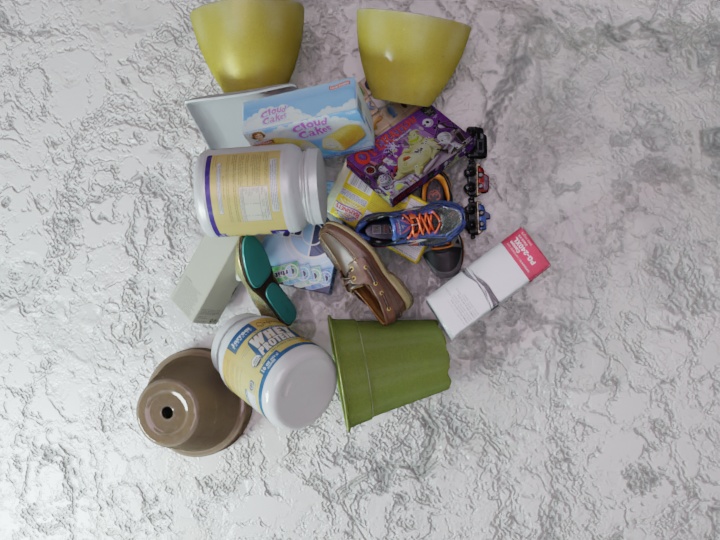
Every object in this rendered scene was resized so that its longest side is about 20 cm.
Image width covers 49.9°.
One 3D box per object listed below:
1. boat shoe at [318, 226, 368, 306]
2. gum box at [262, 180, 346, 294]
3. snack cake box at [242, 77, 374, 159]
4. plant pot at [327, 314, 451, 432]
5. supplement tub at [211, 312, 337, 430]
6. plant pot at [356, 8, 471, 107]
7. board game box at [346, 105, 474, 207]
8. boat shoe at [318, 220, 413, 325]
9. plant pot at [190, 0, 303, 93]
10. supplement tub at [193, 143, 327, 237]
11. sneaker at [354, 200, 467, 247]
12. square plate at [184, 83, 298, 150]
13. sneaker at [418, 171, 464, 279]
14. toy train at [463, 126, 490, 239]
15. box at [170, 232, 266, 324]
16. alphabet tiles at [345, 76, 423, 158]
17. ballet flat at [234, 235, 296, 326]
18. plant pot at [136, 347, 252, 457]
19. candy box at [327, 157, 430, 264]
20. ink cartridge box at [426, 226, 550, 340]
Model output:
[{"bbox_3d":[0.000,0.000,1.358,0.070,0.070,0.200,-46,102,-7],"label":"boat shoe"},{"bbox_3d":[-0.115,-0.071,1.415,0.168,0.045,0.202,11,89,8],"label":"gum box"},{"bbox_3d":[-0.085,-0.243,1.296,0.198,0.115,0.068,-10,63,13],"label":"snack cake box"},{"bbox_3d":[0.051,0.161,1.324,0.188,0.200,0.202,-9,86,-5],"label":"plant pot"},{"bbox_3d":[-0.149,0.163,1.300,0.199,0.144,0.146,25,91,44],"label":"supplement tub"},{"bbox_3d":[0.082,-0.362,1.337,0.198,0.200,0.143,10,103,8],"label":"plant pot"},{"bbox_3d":[0.087,-0.203,1.337,0.199,0.032,0.120,-37,61,-22],"label":"board game box"},{"bbox_3d":[0.001,0.005,1.275,0.200,0.072,0.068,47,65,-5],"label":"boat shoe"},{"bbox_3d":[-0.191,-0.382,1.364,0.198,0.200,0.144,-5,96,8],"label":"plant pot"},{"bbox_3d":[-0.160,-0.132,1.270,0.198,0.145,0.147,-3,87,5],"label":"supplement tub"},{"bbox_3d":[0.079,-0.069,1.278,0.198,0.078,0.076,-11,93,18],"label":"sneaker"},{"bbox_3d":[-0.184,-0.254,1.369,0.196,0.200,0.029,-8,60,7],"label":"square plate"},{"bbox_3d":[0.137,-0.083,1.364,0.077,0.077,0.202,-11,87,6],"label":"sneaker"},{"bbox_3d":[0.208,-0.157,1.380,0.045,0.034,0.202,0,87,-4],"label":"toy train"},{"bbox_3d":[-0.257,-0.006,1.393,0.082,0.068,0.201,40,105,30],"label":"box"},{"bbox_3d":[0.041,-0.258,1.420,0.167,0.008,0.201,-36,83,5],"label":"alphabet tiles"},{"bbox_3d":[-0.182,0.021,1.364,0.070,0.071,0.201,-24,120,6],"label":"ballet flat"},{"bbox_3d":[-0.307,0.242,1.364,0.198,0.175,0.203,0,88,7],"label":"plant pot"},{"bbox_3d":[0.039,-0.104,1.343,0.199,0.026,0.103,31,106,13],"label":"candy box"},{"bbox_3d":[0.210,0.025,1.307,0.199,0.145,0.084,-36,83,1],"label":"ink cartridge box"}]
